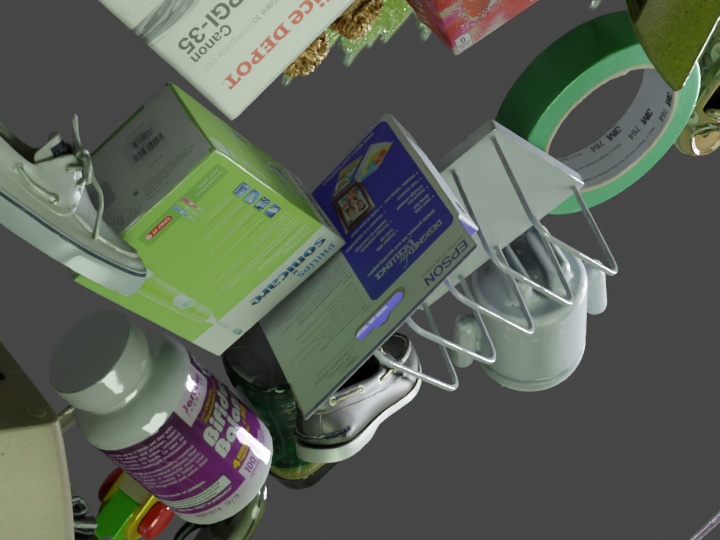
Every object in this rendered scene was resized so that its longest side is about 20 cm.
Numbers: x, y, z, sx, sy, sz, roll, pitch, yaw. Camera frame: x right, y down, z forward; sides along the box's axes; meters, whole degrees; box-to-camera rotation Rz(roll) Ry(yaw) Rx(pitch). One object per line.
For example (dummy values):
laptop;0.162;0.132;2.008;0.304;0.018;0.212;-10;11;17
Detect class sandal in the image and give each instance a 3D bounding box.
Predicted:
sandal;-0.160;0.275;1.638;0.057;0.080;0.201;17;115;-31

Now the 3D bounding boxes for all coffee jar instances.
coffee jar;-0.061;0.118;1.509;0.104;0.085;0.200;-41;149;-21

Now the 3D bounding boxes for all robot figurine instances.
robot figurine;0.165;0.043;1.599;0.170;0.113;0.200;-19;144;-7

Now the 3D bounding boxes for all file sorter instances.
file sorter;0.098;-0.004;1.419;0.200;0.125;0.139;-39;140;24

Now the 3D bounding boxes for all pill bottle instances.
pill bottle;-0.169;0.122;1.377;0.112;0.112;0.200;-39;131;3

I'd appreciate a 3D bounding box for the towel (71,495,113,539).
towel;-0.329;0.264;1.418;0.200;0.086;0.166;-14;160;-28

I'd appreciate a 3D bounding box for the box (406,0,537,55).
box;0.115;-0.266;1.195;0.200;0.095;0.100;-34;145;-4

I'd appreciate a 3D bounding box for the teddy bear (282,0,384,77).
teddy bear;-0.047;-0.207;1.138;0.145;0.067;0.200;-20;145;-8

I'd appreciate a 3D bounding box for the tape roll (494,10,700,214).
tape roll;0.214;-0.141;1.480;0.200;0.048;0.200;-24;145;-18

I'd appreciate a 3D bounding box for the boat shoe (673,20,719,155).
boat shoe;0.341;-0.174;1.538;0.073;0.063;0.200;-24;145;-19

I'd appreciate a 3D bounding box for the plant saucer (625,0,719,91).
plant saucer;0.248;-0.274;1.252;0.048;0.200;0.200;12;129;-12

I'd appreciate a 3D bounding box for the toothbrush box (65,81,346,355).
toothbrush box;-0.129;-0.034;1.268;0.146;0.086;0.200;-42;145;10

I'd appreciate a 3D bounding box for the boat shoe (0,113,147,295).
boat shoe;-0.215;-0.067;1.118;0.202;0.075;0.086;37;93;-18

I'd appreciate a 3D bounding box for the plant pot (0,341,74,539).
plant pot;-0.331;0.155;1.240;0.200;0.200;0.177;-5;123;-38

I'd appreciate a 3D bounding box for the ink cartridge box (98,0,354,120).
ink cartridge box;-0.102;-0.215;1.005;0.147;0.083;0.200;-44;118;9

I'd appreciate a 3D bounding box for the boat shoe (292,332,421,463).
boat shoe;0.000;0.095;1.408;0.202;0.072;0.060;-44;130;-58

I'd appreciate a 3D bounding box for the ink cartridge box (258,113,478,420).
ink cartridge box;0.000;0.000;1.322;0.198;0.200;0.043;-45;130;14

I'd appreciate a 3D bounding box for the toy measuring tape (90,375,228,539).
toy measuring tape;-0.184;0.184;1.513;0.200;0.074;0.074;-53;146;-1
